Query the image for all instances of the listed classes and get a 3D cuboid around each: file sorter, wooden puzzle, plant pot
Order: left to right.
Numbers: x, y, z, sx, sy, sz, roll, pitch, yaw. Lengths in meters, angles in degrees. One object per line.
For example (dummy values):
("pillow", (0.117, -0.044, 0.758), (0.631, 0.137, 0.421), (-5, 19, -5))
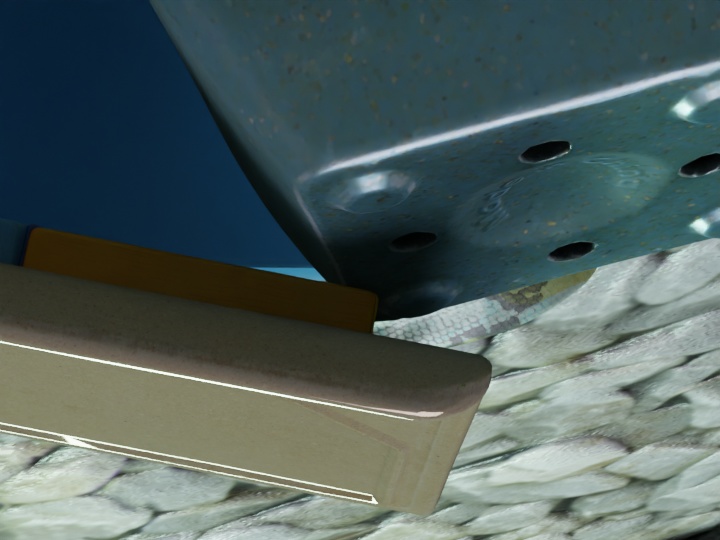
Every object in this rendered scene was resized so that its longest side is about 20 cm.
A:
("file sorter", (-0.099, -0.047, 0.916), (0.200, 0.139, 0.123), (0, 160, -33))
("wooden puzzle", (-0.063, 0.022, 0.781), (0.185, 0.037, 0.200), (11, 169, 0))
("plant pot", (0.026, -0.104, 0.740), (0.195, 0.200, 0.196), (-14, 160, 4))

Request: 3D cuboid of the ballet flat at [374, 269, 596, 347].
("ballet flat", (0.000, 0.000, 1.225), (0.200, 0.069, 0.071), (-14, 141, 3))
